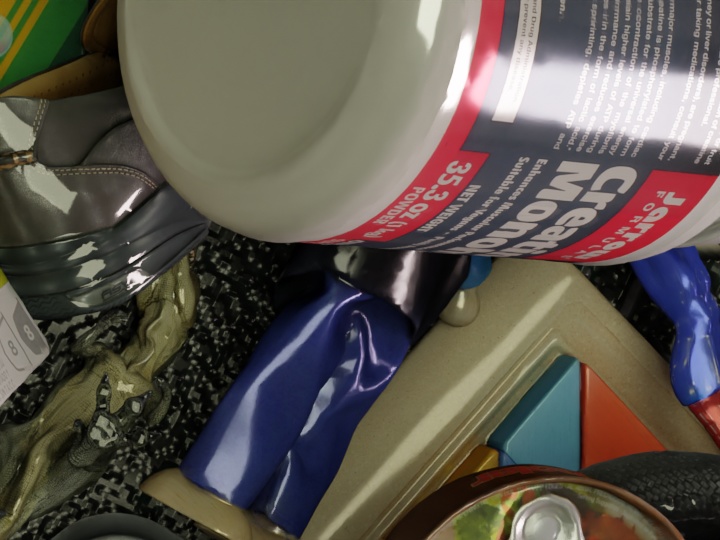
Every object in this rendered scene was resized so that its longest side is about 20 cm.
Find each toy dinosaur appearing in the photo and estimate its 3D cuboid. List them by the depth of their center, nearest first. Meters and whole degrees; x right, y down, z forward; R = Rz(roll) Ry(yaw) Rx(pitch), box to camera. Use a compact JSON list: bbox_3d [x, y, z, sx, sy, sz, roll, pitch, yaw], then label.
[{"bbox_3d":[-0.108,0.064,0.981,0.047,0.088,0.200,43,79,-2],"label":"toy dinosaur"}]

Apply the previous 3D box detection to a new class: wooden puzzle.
[{"bbox_3d":[0.070,0.121,1.058,0.200,0.037,0.185,44,80,-11],"label":"wooden puzzle"}]

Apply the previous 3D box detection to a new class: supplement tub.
[{"bbox_3d":[0.041,-0.074,0.892,0.200,0.140,0.141,4,90,-43],"label":"supplement tub"}]

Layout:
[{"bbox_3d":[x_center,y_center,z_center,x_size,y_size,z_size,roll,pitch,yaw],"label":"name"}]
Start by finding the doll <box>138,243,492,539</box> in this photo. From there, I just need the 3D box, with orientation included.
[{"bbox_3d":[0.000,0.000,0.995,0.200,0.048,0.136,-61,148,-8],"label":"doll"}]

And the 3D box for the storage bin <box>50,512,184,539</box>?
[{"bbox_3d":[-0.094,0.189,0.947,0.145,0.134,0.200,34,91,-11],"label":"storage bin"}]

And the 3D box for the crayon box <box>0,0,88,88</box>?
[{"bbox_3d":[-0.150,-0.149,0.968,0.125,0.052,0.201,6,85,-28],"label":"crayon box"}]

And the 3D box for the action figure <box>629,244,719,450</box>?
[{"bbox_3d":[0.103,-0.015,1.043,0.052,0.065,0.200,-33,89,16],"label":"action figure"}]

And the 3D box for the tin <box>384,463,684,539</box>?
[{"bbox_3d":[0.051,0.159,0.922,0.112,0.042,0.201,-3,99,-21],"label":"tin"}]

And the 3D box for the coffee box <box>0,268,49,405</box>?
[{"bbox_3d":[-0.245,0.012,0.828,0.200,0.200,0.198,-27,99,20],"label":"coffee box"}]

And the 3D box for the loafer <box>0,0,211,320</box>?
[{"bbox_3d":[-0.058,-0.063,0.958,0.200,0.073,0.072,-50,130,-50],"label":"loafer"}]

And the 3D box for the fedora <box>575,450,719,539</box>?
[{"bbox_3d":[0.085,0.153,1.001,0.200,0.092,0.201,-3,99,-17],"label":"fedora"}]
